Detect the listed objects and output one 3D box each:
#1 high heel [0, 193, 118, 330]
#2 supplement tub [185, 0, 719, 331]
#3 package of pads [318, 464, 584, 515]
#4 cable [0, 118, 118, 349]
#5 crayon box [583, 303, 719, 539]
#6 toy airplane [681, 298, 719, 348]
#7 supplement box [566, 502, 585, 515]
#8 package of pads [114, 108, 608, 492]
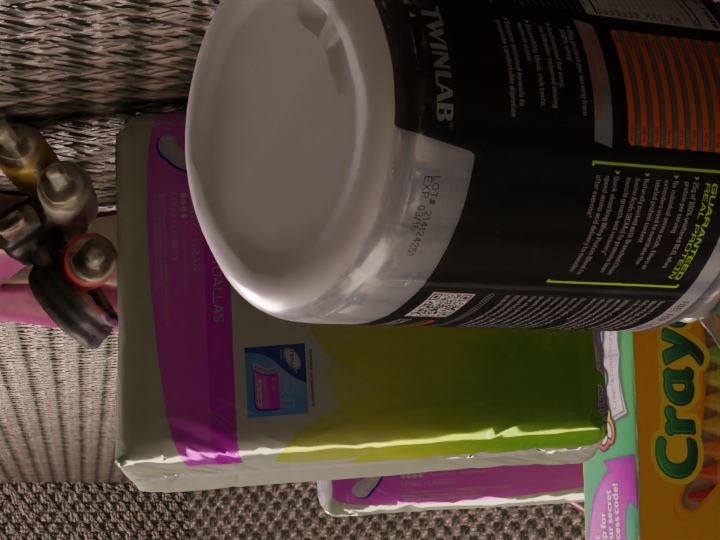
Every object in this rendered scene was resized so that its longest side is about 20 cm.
[{"bbox_3d":[-0.146,0.010,1.218,0.199,0.068,0.096,10,155,-41],"label":"high heel"},{"bbox_3d":[0.053,-0.042,0.775,0.199,0.124,0.122,3,170,-37],"label":"supplement tub"},{"bbox_3d":[0.071,0.044,1.232,0.198,0.156,0.068,-4,179,4],"label":"package of pads"},{"bbox_3d":[-0.124,-0.013,1.048,0.050,0.098,0.200,-33,176,1],"label":"cable"},{"bbox_3d":[0.191,0.044,1.129,0.171,0.202,0.058,4,169,-26],"label":"crayon box"},{"bbox_3d":[0.209,-0.023,0.908,0.198,0.143,0.199,5,169,-43],"label":"toy airplane"},{"bbox_3d":[0.158,0.110,1.384,0.110,0.086,0.200,32,178,-42],"label":"supplement box"},{"bbox_3d":[-0.002,0.005,0.965,0.198,0.156,0.068,-4,162,4],"label":"package of pads"}]
